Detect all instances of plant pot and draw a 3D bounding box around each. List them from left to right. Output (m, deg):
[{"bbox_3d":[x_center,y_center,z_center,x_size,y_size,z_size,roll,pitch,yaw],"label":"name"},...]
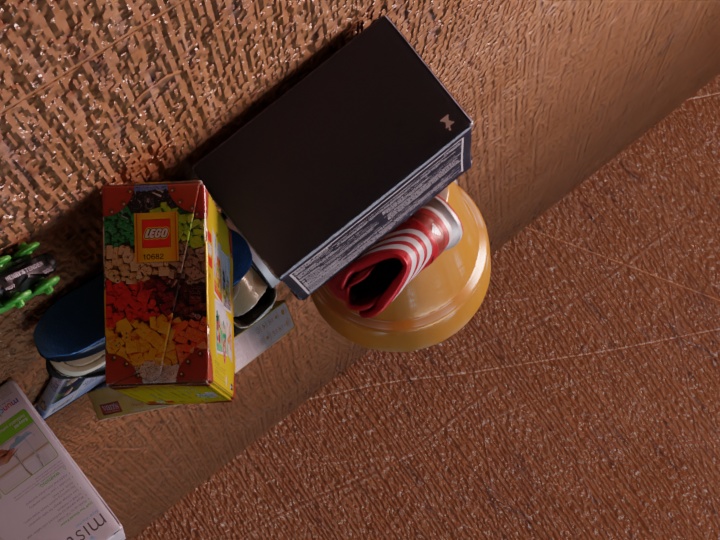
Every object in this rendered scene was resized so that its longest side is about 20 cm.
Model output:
[{"bbox_3d":[0.034,-0.043,1.768,0.200,0.200,0.183,-37,157,-13],"label":"plant pot"}]

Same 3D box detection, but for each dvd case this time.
[{"bbox_3d":[-0.243,0.071,1.691,0.143,0.018,0.200,-34,170,-35],"label":"dvd case"}]

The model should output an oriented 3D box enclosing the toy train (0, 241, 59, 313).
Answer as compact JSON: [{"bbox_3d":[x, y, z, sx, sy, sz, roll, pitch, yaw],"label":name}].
[{"bbox_3d":[-0.286,0.030,1.166,0.056,0.042,0.200,-31,179,39],"label":"toy train"}]

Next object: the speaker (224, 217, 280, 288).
[{"bbox_3d":[-0.031,-0.076,1.603,0.200,0.081,0.081,-38,173,-6],"label":"speaker"}]

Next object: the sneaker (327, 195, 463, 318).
[{"bbox_3d":[0.000,0.000,1.576,0.115,0.078,0.200,-40,-179,-36],"label":"sneaker"}]

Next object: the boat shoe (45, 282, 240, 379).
[{"bbox_3d":[-0.200,0.047,1.543,0.199,0.075,0.066,-34,173,-32],"label":"boat shoe"}]

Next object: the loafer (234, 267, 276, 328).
[{"bbox_3d":[-0.123,0.024,1.789,0.076,0.068,0.200,-39,173,7],"label":"loafer"}]

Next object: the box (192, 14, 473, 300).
[{"bbox_3d":[-0.017,-0.088,1.419,0.200,0.123,0.198,-39,174,-2],"label":"box"}]

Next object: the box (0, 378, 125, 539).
[{"bbox_3d":[-0.344,0.233,1.561,0.200,0.177,0.097,-38,172,-13],"label":"box"}]

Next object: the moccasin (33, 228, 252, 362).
[{"bbox_3d":[-0.191,0.017,1.463,0.199,0.081,0.068,-21,172,-19],"label":"moccasin"}]

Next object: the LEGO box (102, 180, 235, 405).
[{"bbox_3d":[-0.145,0.023,1.324,0.077,0.150,0.200,-3,171,1],"label":"LEGO box"}]

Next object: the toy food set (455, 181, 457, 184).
[{"bbox_3d":[0.038,-0.046,2.180,0.200,0.060,0.144,-39,173,-3],"label":"toy food set"}]

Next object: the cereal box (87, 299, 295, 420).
[{"bbox_3d":[-0.177,0.095,1.817,0.143,0.040,0.200,-14,-167,32],"label":"cereal box"}]
